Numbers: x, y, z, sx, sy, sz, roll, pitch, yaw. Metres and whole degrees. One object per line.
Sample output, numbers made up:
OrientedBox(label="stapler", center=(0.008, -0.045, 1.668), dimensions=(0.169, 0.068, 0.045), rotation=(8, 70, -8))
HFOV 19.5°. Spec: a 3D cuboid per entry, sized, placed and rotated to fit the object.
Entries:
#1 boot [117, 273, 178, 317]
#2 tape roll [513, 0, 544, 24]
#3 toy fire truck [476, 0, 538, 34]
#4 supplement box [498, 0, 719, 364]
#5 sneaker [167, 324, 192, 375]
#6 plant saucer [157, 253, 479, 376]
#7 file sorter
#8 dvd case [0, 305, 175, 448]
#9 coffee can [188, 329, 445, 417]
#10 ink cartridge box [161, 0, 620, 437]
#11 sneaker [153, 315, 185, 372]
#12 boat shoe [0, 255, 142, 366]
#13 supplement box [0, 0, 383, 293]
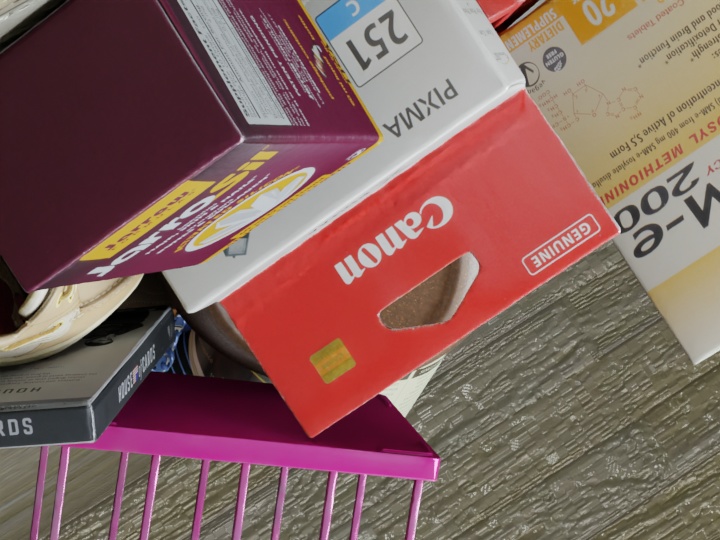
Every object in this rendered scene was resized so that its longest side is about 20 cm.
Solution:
OrientedBox(label="boot", center=(-0.108, -0.017, 1.239), dimensions=(0.200, 0.074, 0.155), rotation=(-37, -179, 30))
OrientedBox(label="tape roll", center=(0.047, -0.114, 1.368), dimensions=(0.202, 0.037, 0.203), rotation=(-33, 175, -3))
OrientedBox(label="toy fire truck", center=(0.083, -0.159, 1.114), dimensions=(0.141, 0.049, 0.200), rotation=(-32, 175, -27))
OrientedBox(label="supplement box", center=(0.174, -0.071, 1.085), dimensions=(0.126, 0.201, 0.073), rotation=(-35, 177, 22))
OrientedBox(label="sneaker", center=(-0.100, 0.061, 1.448), dimensions=(0.199, 0.079, 0.070), rotation=(-2, -166, 34))
OrientedBox(label="plant saucer", center=(-0.015, -0.011, 1.119), dimensions=(0.200, 0.200, 0.037), rotation=(-34, -154, 20))
OrientedBox(label="file sorter", center=(-0.077, 0.132, 1.125), dimensions=(0.198, 0.126, 0.139), rotation=(7, -171, -13))
OrientedBox(label="dvd case", center=(-0.185, 0.055, 1.069), dimensions=(0.149, 0.025, 0.200), rotation=(-5, -168, 7))
OrientedBox(label="coffee can", center=(0.000, 0.000, 1.249), dimensions=(0.146, 0.146, 0.201), rotation=(-26, 154, -48))
OrientedBox(label="ink cartridge box", center=(-0.004, -0.037, 1.016), dimensions=(0.199, 0.177, 0.045), rotation=(-35, 177, 19))
OrientedBox(label="sneaker", center=(-0.142, 0.034, 1.387), dimensions=(0.199, 0.077, 0.076), rotation=(-33, 173, -15))
OrientedBox(label="boat shoe", center=(-0.170, 0.008, 1.012), dimensions=(0.199, 0.074, 0.069), rotation=(-27, 178, -42))
OrientedBox(label="supplement box", center=(-0.079, -0.060, 0.872), dimensions=(0.110, 0.086, 0.200), rotation=(-34, 174, 15))
